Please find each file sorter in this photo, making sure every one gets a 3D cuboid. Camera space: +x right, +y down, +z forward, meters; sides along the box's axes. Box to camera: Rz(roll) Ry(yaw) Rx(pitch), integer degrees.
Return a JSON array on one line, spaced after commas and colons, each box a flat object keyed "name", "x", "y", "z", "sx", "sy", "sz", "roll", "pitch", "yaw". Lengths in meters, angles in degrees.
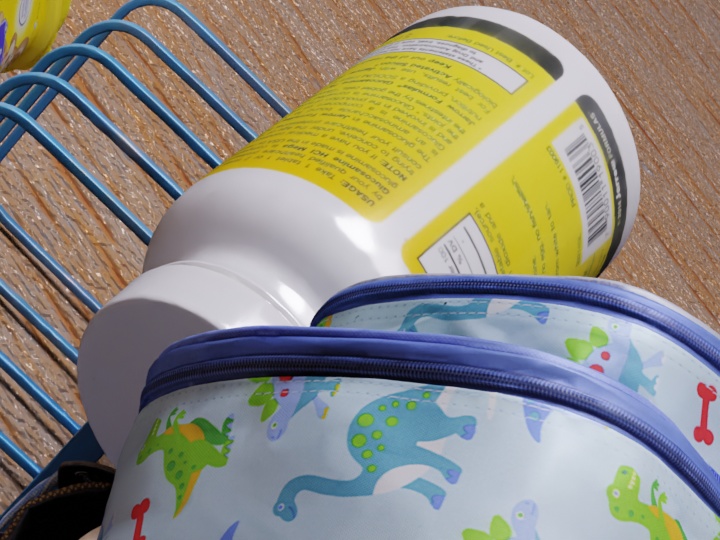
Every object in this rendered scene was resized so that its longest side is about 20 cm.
[{"name": "file sorter", "x": -0.106, "y": -0.009, "z": 1.021, "sx": 0.123, "sy": 0.139, "sz": 0.200, "roll": 42, "pitch": 22, "yaw": -2}]

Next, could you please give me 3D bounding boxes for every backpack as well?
[{"name": "backpack", "x": 0.030, "y": 0.084, "z": 0.695, "sx": 0.200, "sy": 0.182, "sz": 0.148, "roll": 47, "pitch": 51, "yaw": -48}]

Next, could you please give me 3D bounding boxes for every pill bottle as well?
[{"name": "pill bottle", "x": 0.000, "y": 0.000, "z": 0.871, "sx": 0.113, "sy": 0.112, "sz": 0.200, "roll": 48, "pitch": 45, "yaw": 2}]

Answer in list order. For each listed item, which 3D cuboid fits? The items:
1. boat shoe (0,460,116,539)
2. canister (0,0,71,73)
[{"name": "boat shoe", "x": -0.083, "y": 0.099, "z": 0.870, "sx": 0.072, "sy": 0.072, "sz": 0.200, "roll": 48, "pitch": -13, "yaw": -9}, {"name": "canister", "x": -0.183, "y": -0.130, "z": 1.072, "sx": 0.086, "sy": 0.150, "sz": 0.200, "roll": 11, "pitch": 23, "yaw": 8}]
